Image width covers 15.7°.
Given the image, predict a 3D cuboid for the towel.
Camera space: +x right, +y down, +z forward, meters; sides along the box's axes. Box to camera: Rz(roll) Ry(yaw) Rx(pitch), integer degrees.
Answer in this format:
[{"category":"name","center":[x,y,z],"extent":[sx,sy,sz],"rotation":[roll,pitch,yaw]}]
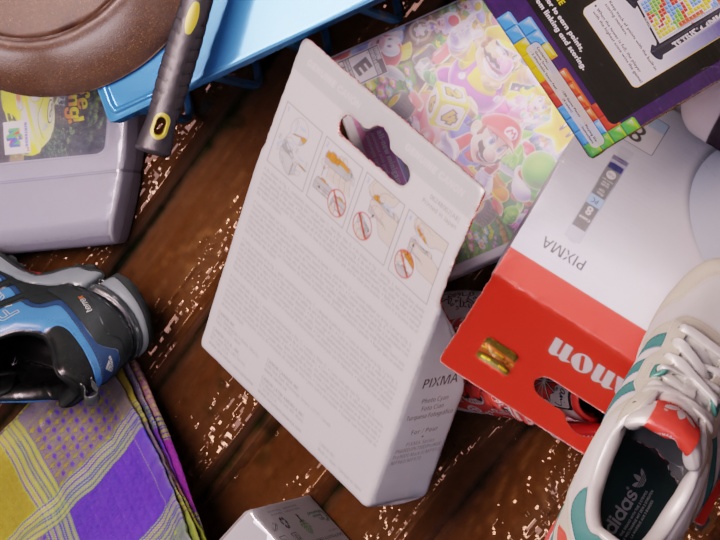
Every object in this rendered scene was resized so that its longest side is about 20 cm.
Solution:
[{"category":"towel","center":[-0.162,0.141,1.484],"extent":[0.144,0.023,0.200],"rotation":[-41,43,12]}]

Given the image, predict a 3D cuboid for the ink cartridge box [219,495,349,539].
[{"category":"ink cartridge box","center":[0.011,0.209,1.438],"extent":[0.200,0.099,0.039],"rotation":[45,103,14]}]

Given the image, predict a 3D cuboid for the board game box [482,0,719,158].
[{"category":"board game box","center":[0.126,-0.181,1.262],"extent":[0.165,0.057,0.200],"rotation":[-30,100,27]}]

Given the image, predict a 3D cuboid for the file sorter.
[{"category":"file sorter","center":[-0.054,-0.182,1.450],"extent":[0.199,0.123,0.139],"rotation":[-23,83,17]}]

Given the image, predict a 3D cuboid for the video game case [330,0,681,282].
[{"category":"video game case","center":[0.092,-0.089,1.452],"extent":[0.199,0.018,0.144],"rotation":[-23,82,13]}]

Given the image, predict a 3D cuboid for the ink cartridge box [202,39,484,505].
[{"category":"ink cartridge box","center":[0.000,0.000,1.404],"extent":[0.160,0.047,0.201],"rotation":[42,124,37]}]

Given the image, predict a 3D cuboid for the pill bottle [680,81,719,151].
[{"category":"pill bottle","center":[0.235,-0.097,1.348],"extent":[0.199,0.111,0.112],"rotation":[31,99,8]}]

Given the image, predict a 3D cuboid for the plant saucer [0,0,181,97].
[{"category":"plant saucer","center":[-0.173,-0.195,1.410],"extent":[0.199,0.032,0.201],"rotation":[0,89,19]}]

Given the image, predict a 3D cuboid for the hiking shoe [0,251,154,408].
[{"category":"hiking shoe","center":[-0.221,0.032,1.505],"extent":[0.199,0.087,0.075],"rotation":[2,123,28]}]

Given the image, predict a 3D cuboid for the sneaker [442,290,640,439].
[{"category":"sneaker","center":[0.082,0.050,1.411],"extent":[0.200,0.108,0.068],"rotation":[10,93,18]}]

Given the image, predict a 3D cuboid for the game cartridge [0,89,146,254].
[{"category":"game cartridge","center":[-0.193,-0.111,1.541],"extent":[0.132,0.041,0.201],"rotation":[-6,88,14]}]

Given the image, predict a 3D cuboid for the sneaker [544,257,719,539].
[{"category":"sneaker","center":[0.155,0.072,1.256],"extent":[0.070,0.093,0.200],"rotation":[31,69,3]}]

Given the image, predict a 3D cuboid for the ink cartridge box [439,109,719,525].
[{"category":"ink cartridge box","center":[0.153,0.011,1.342],"extent":[0.160,0.200,0.047],"rotation":[32,141,3]}]

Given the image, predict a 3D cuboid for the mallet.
[{"category":"mallet","center":[-0.071,-0.155,1.365],"extent":[0.065,0.041,0.201],"rotation":[9,96,-6]}]
